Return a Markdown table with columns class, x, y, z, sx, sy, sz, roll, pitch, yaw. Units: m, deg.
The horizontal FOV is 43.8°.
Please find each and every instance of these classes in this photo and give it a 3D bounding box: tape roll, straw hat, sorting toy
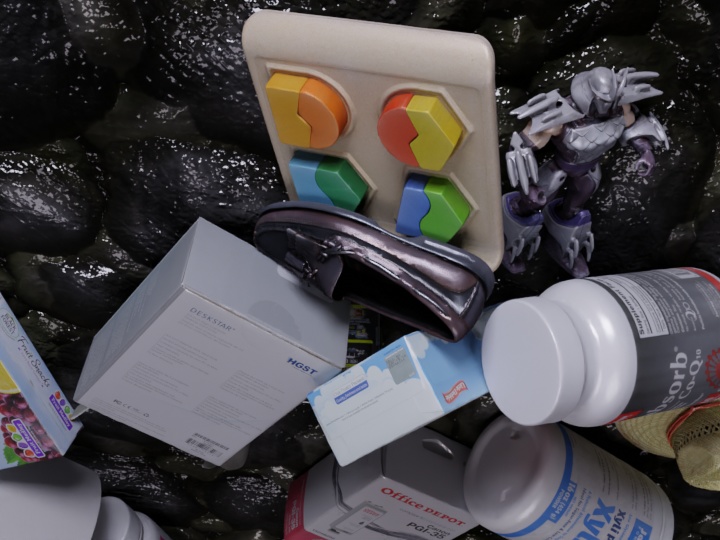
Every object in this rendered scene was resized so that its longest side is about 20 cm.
| class | x | y | z | sx | sy | sz | roll | pitch | yaw |
| --- | --- | --- | --- | --- | --- | --- | --- | --- | --- |
| tape roll | -0.406 | 0.293 | 1.010 | 0.139 | 0.204 | 0.202 | 34 | 130 | -29 |
| straw hat | 0.358 | 0.170 | 0.888 | 0.199 | 0.086 | 0.202 | 2 | 137 | 2 |
| sorting toy | 0.010 | -0.083 | 0.648 | 0.184 | 0.037 | 0.201 | 13 | 139 | 22 |

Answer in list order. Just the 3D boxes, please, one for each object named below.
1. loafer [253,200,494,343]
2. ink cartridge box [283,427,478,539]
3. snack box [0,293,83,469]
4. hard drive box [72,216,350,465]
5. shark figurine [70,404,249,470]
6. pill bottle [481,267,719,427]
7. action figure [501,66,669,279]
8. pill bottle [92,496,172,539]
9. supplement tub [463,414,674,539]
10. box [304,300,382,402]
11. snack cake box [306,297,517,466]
| class | x | y | z | sx | sy | sz | roll | pitch | yaw |
| --- | --- | --- | --- | --- | --- | --- | --- | --- | --- |
| loafer | 0.000 | 0.000 | 0.684 | 0.199 | 0.063 | 0.072 | 16 | 148 | 18 |
| ink cartridge box | 0.026 | 0.261 | 1.019 | 0.146 | 0.083 | 0.200 | 28 | 133 | -22 |
| snack box | -0.383 | 0.102 | 0.873 | 0.141 | 0.053 | 0.201 | -14 | 115 | 21 |
| hard drive box | -0.128 | 0.070 | 0.772 | 0.155 | 0.077 | 0.200 | 30 | 131 | -25 |
| shark figurine | -0.178 | 0.162 | 0.934 | 0.128 | 0.090 | 0.214 | -31 | 128 | 31 |
| pill bottle | 0.203 | 0.062 | 0.716 | 0.199 | 0.116 | 0.116 | -5 | 144 | -29 |
| action figure | 0.156 | -0.073 | 0.656 | 0.129 | 0.070 | 0.201 | -9 | 147 | -12 |
| pill bottle | -0.292 | 0.385 | 1.160 | 0.112 | 0.114 | 0.201 | -11 | 135 | 16 |
| supplement tub | 0.219 | 0.242 | 0.947 | 0.199 | 0.133 | 0.132 | 31 | 131 | -25 |
| box | -0.077 | 0.061 | 0.846 | 0.198 | 0.044 | 0.161 | 2 | 136 | 3 |
| snack cake box | 0.064 | 0.089 | 0.762 | 0.115 | 0.068 | 0.199 | -35 | 167 | 33 |
